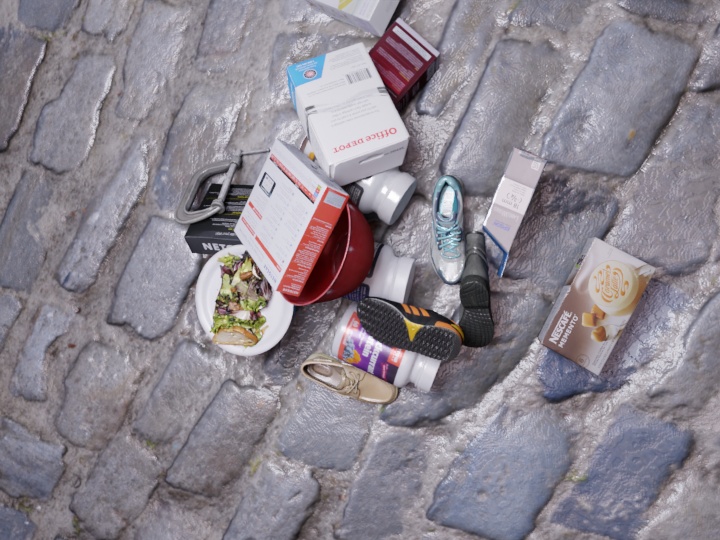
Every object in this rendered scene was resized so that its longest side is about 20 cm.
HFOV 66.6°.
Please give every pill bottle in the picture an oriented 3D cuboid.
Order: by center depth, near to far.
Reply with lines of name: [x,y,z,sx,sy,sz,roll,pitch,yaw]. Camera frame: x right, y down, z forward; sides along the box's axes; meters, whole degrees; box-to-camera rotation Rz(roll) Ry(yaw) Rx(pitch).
pill bottle: [-0.001,-0.178,0.996,0.198,0.116,0.118,36,99,9]
pill bottle: [0.053,0.148,1.026,0.195,0.111,0.114,23,97,11]
pill bottle: [0.000,0.000,1.032,0.194,0.116,0.119,16,95,12]

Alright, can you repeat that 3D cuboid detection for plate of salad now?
plate of salad: [-0.218,0.057,1.006,0.193,0.048,0.207,1,94,12]

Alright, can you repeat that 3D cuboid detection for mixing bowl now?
mixing bowl: [-0.047,-0.034,0.912,0.197,0.107,0.207,-17,67,44]

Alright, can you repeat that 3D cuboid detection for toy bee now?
toy bee: [-0.182,0.074,1.079,0.108,0.128,0.207,8,86,55]

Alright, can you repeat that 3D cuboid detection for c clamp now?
c clamp: [-0.283,-0.171,1.084,0.166,0.027,0.204,-2,51,22]

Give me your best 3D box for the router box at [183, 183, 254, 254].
router box: [-0.225,-0.099,1.071,0.194,0.052,0.152,4,52,14]

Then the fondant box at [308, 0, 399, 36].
fondant box: [-0.009,-0.543,1.017,0.198,0.058,0.147,35,100,31]

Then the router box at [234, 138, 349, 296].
router box: [-0.120,-0.091,0.895,0.200,0.048,0.183,47,113,45]

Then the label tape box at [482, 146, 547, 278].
label tape box: [0.252,-0.097,0.955,0.062,0.144,0.205,22,96,11]

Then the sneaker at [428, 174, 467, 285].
sneaker: [0.156,-0.075,1.008,0.075,0.086,0.207,-4,91,14]

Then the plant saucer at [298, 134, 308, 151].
plant saucer: [-0.031,-0.203,1.077,0.194,0.032,0.207,1,93,13]

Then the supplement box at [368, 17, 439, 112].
supplement box: [0.045,-0.349,1.022,0.109,0.061,0.201,42,88,9]

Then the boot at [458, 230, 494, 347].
boot: [0.213,0.037,0.996,0.066,0.203,0.133,3,48,13]

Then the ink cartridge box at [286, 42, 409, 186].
ink cartridge box: [-0.023,-0.258,0.918,0.142,0.085,0.205,-20,72,-11]

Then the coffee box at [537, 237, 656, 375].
coffee box: [0.405,0.060,0.957,0.112,0.080,0.204,28,97,11]

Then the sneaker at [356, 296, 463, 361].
sneaker: [0.089,0.096,0.970,0.195,0.090,0.072,20,107,16]

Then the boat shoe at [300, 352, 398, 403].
boat shoe: [-0.023,0.217,1.070,0.194,0.064,0.074,13,95,13]
